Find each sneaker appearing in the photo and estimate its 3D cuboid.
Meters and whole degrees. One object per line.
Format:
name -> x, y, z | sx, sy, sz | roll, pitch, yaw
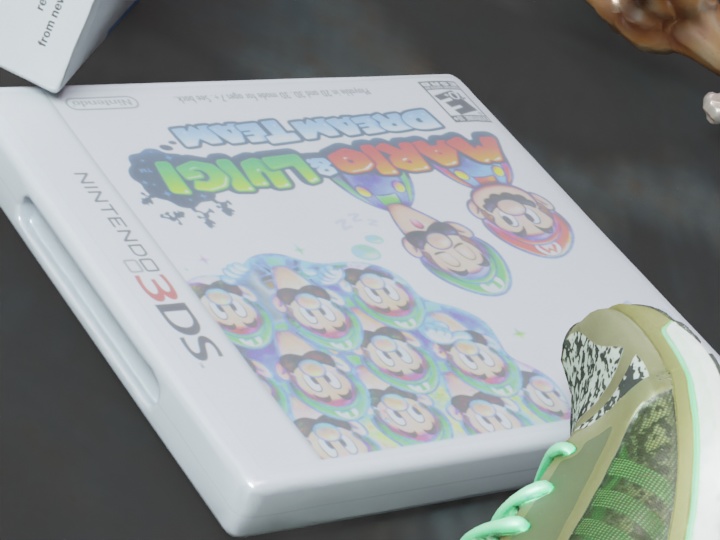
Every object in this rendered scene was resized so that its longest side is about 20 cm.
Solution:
sneaker -> 0.050, 0.077, 0.581 | 0.088, 0.077, 0.201 | 4, 38, -2

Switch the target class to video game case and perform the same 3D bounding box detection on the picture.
video game case -> 0.000, 0.000, 0.709 | 0.199, 0.024, 0.182 | -5, 42, -38

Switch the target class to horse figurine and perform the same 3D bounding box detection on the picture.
horse figurine -> 0.092, -0.130, 0.930 | 0.132, 0.050, 0.200 | 17, 24, -33

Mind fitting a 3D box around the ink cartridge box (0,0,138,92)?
ink cartridge box -> -0.158, -0.153, 0.750 | 0.199, 0.085, 0.145 | 27, 20, -3
